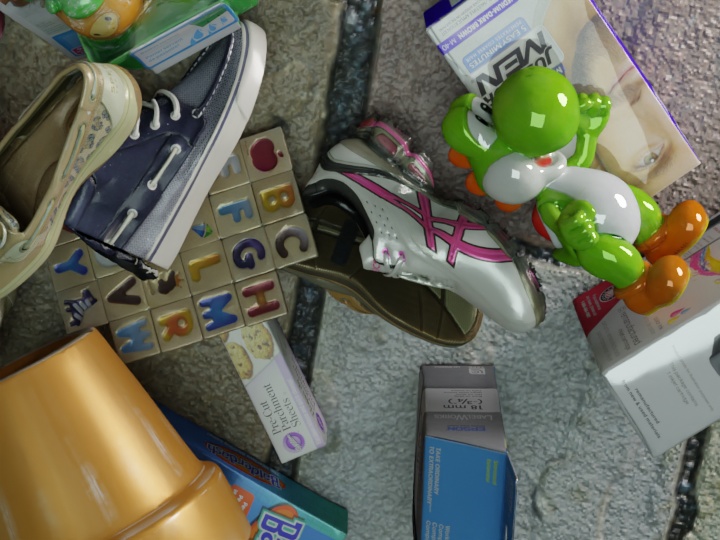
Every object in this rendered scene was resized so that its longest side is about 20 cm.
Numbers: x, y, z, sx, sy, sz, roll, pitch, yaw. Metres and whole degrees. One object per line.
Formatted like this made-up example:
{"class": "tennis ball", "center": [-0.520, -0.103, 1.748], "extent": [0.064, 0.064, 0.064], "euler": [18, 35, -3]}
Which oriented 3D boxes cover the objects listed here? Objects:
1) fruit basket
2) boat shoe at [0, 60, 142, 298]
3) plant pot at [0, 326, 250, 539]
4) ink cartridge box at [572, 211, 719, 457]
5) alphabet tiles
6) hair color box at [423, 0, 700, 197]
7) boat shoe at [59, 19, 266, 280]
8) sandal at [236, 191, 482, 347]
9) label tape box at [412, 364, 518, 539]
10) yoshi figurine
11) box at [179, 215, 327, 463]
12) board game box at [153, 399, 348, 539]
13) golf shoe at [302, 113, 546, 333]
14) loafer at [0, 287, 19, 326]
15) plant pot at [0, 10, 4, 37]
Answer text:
{"class": "fruit basket", "center": [-0.150, -0.203, 1.144], "extent": [0.184, 0.200, 0.094], "euler": [-27, 80, 8]}
{"class": "boat shoe", "center": [-0.230, -0.061, 1.163], "extent": [0.073, 0.063, 0.201], "euler": [40, 102, 20]}
{"class": "plant pot", "center": [-0.205, 0.149, 1.226], "extent": [0.199, 0.200, 0.185], "euler": [-24, 98, 8]}
{"class": "ink cartridge box", "center": [0.266, 0.027, 1.251], "extent": [0.199, 0.148, 0.086], "euler": [-34, 107, 10]}
{"class": "alphabet tiles", "center": [-0.137, -0.029, 1.266], "extent": [0.198, 0.006, 0.168], "euler": [-17, 82, 7]}
{"class": "hair color box", "center": [0.145, -0.132, 1.241], "extent": [0.109, 0.065, 0.200], "euler": [-35, 107, 11]}
{"class": "boat shoe", "center": [-0.145, -0.098, 1.216], "extent": [0.092, 0.075, 0.202], "euler": [25, 90, -30]}
{"class": "sandal", "center": [0.000, 0.000, 1.285], "extent": [0.198, 0.081, 0.054], "euler": [22, 152, 7]}
{"class": "label tape box", "center": [0.073, 0.173, 1.271], "extent": [0.063, 0.200, 0.146], "euler": [2, 109, 0]}
{"class": "yoshi figurine", "center": [0.152, -0.066, 1.181], "extent": [0.199, 0.112, 0.112], "euler": [35, 92, -9]}
{"class": "box", "center": [-0.083, 0.050, 1.314], "extent": [0.041, 0.039, 0.201], "euler": [-21, 107, 8]}
{"class": "board game box", "center": [-0.131, 0.210, 1.365], "extent": [0.199, 0.045, 0.153], "euler": [30, 106, -10]}
{"class": "golf shoe", "center": [0.046, -0.017, 1.235], "extent": [0.092, 0.073, 0.200], "euler": [-42, 72, -15]}
{"class": "loafer", "center": [-0.317, 0.069, 1.283], "extent": [0.075, 0.068, 0.201], "euler": [25, 107, -9]}
{"class": "plant pot", "center": [-0.336, -0.124, 1.186], "extent": [0.198, 0.201, 0.180], "euler": [-4, 125, 1]}
